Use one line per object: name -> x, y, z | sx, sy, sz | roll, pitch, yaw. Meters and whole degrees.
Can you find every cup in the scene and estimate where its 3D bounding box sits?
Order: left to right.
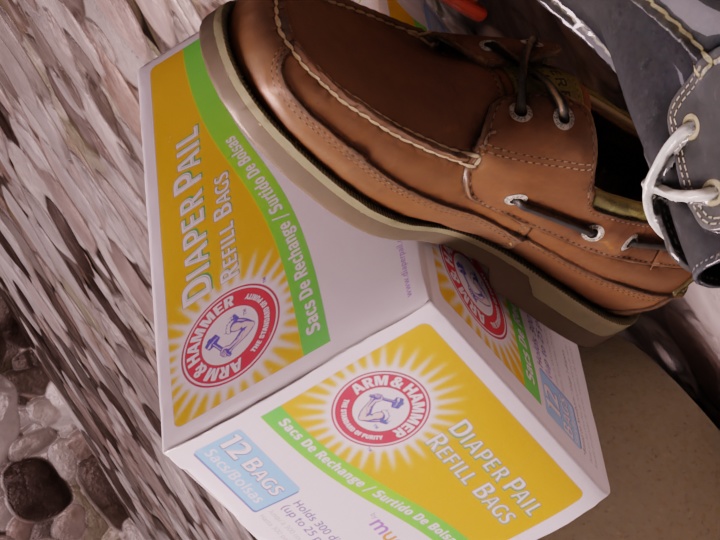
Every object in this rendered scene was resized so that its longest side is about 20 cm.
cup -> 0.071, 0.107, 1.011 | 0.200, 0.143, 0.200 | 51, 174, 7

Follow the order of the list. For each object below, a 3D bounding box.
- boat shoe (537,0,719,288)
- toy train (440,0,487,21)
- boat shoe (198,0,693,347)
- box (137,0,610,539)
boat shoe -> 0.103, -0.030, 0.710 | 0.200, 0.068, 0.072 | 45, 169, 19
toy train -> -0.020, -0.126, 0.825 | 0.200, 0.150, 0.056 | 36, 112, 51
boat shoe -> 0.038, -0.044, 0.814 | 0.200, 0.068, 0.072 | 25, -139, -45
box -> 0.000, 0.000, 0.918 | 0.113, 0.101, 0.200 | 46, -158, -37
